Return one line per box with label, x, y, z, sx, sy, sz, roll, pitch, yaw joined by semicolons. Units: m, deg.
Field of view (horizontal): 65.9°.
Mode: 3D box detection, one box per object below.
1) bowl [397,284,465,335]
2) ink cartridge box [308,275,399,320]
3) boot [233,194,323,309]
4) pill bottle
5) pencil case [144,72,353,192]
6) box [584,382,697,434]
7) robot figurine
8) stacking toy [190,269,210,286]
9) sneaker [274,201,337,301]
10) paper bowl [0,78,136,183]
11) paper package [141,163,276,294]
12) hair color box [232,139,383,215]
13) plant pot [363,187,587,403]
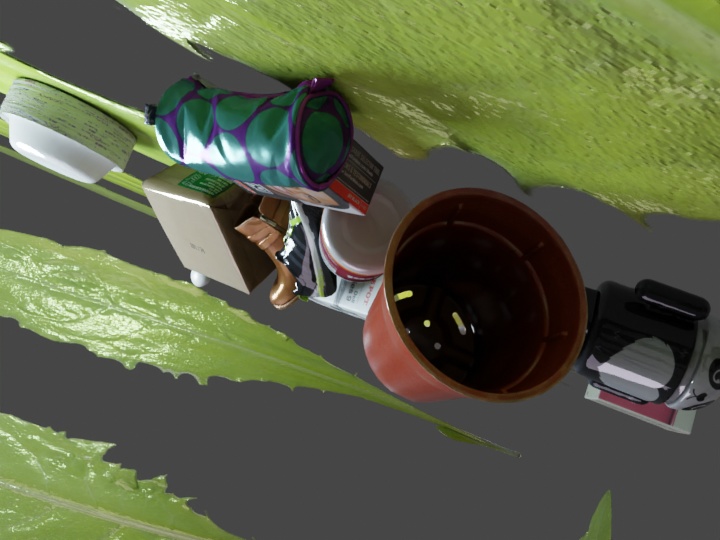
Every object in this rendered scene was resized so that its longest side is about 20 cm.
bowl;0.139;0.046;0.782;0.197;0.110;0.200;2;171;0
ink cartridge box;0.000;0.000;0.928;0.198;0.148;0.084;13;169;45
boot;-0.136;-0.039;0.886;0.154;0.202;0.074;21;-163;-39
pill bottle;0.002;-0.044;0.722;0.112;0.114;0.200;21;174;-3
pencil case;-0.102;-0.129;0.505;0.198;0.094;0.085;16;-155;34
box;0.625;0.271;1.239;0.197;0.110;0.128;20;173;12
robot figurine;0.333;0.088;0.666;0.198;0.126;0.150;20;173;16
stacking toy;-0.359;-0.058;1.334;0.144;0.203;0.146;21;173;3
sneaker;-0.091;-0.035;0.817;0.081;0.202;0.072;-8;-149;7
paper bowl;-0.488;-0.219;0.921;0.198;0.106;0.201;22;172;3
paper package;-0.247;-0.079;0.945;0.198;0.104;0.192;18;140;36
hair color box;-0.084;-0.121;0.612;0.198;0.062;0.101;15;170;39
plant pot;0.094;0.051;0.585;0.198;0.203;0.196;22;155;-5
